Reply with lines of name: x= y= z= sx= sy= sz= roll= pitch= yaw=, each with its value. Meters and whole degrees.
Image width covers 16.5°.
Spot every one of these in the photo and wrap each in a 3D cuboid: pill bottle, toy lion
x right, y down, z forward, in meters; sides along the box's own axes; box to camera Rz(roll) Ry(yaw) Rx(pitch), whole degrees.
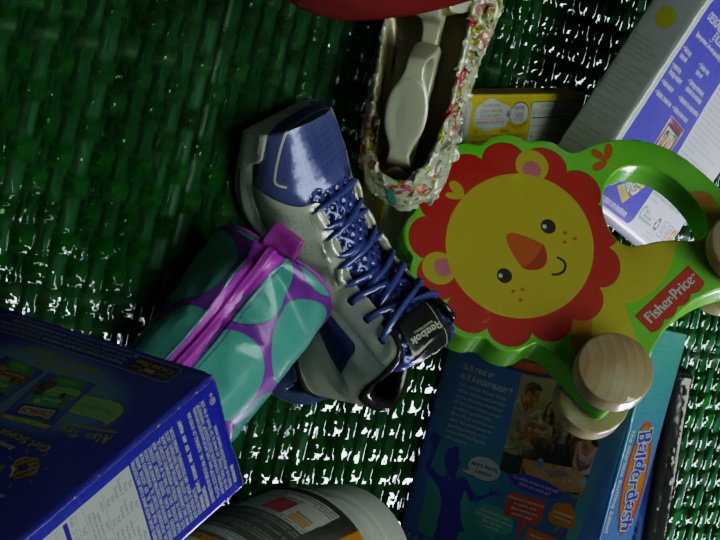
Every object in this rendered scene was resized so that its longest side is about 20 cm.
pill bottle: x=-0.057 y=0.190 z=1.438 sx=0.200 sy=0.116 sz=0.117 roll=-16 pitch=117 yaw=-59
toy lion: x=0.129 y=-0.011 z=1.516 sx=0.200 sy=0.192 sz=0.069 roll=-40 pitch=170 yaw=-23

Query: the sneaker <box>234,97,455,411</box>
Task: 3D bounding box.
sneaker: x=0.000 y=0.001 z=1.445 sx=0.081 sy=0.115 sz=0.200 roll=-35 pitch=130 yaw=-41

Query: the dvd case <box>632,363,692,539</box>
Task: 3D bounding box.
dvd case: x=0.182 y=0.111 z=1.694 sx=0.017 sy=0.200 sz=0.143 roll=6 pitch=102 yaw=-10

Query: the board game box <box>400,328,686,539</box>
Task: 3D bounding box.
board game box: x=0.114 y=0.116 z=1.611 sx=0.045 sy=0.152 sz=0.201 roll=10 pitch=97 yaw=-54

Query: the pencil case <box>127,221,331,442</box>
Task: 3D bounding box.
pencil case: x=-0.101 y=0.067 z=1.365 sx=0.200 sy=0.085 sz=0.092 roll=-52 pitch=167 yaw=-27

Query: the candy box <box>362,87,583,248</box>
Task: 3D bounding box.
candy box: x=0.072 y=-0.066 z=1.588 sx=0.200 sy=0.026 sz=0.103 roll=-5 pitch=111 yaw=-51

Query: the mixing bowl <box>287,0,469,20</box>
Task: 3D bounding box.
mixing bowl: x=-0.010 y=-0.209 z=1.320 sx=0.200 sy=0.108 sz=0.201 roll=35 pitch=39 yaw=-34

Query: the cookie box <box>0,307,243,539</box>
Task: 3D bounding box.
cookie box: x=-0.187 y=0.114 z=1.202 sx=0.200 sy=0.171 sz=0.075 roll=-40 pitch=130 yaw=-35

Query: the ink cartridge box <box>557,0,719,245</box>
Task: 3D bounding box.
ink cartridge box: x=0.219 y=-0.117 z=1.677 sx=0.200 sy=0.047 sz=0.198 roll=-58 pitch=153 yaw=2

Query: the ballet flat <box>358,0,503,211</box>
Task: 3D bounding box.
ballet flat: x=0.041 y=-0.133 z=1.460 sx=0.064 sy=0.075 sz=0.201 roll=-7 pitch=104 yaw=-80
